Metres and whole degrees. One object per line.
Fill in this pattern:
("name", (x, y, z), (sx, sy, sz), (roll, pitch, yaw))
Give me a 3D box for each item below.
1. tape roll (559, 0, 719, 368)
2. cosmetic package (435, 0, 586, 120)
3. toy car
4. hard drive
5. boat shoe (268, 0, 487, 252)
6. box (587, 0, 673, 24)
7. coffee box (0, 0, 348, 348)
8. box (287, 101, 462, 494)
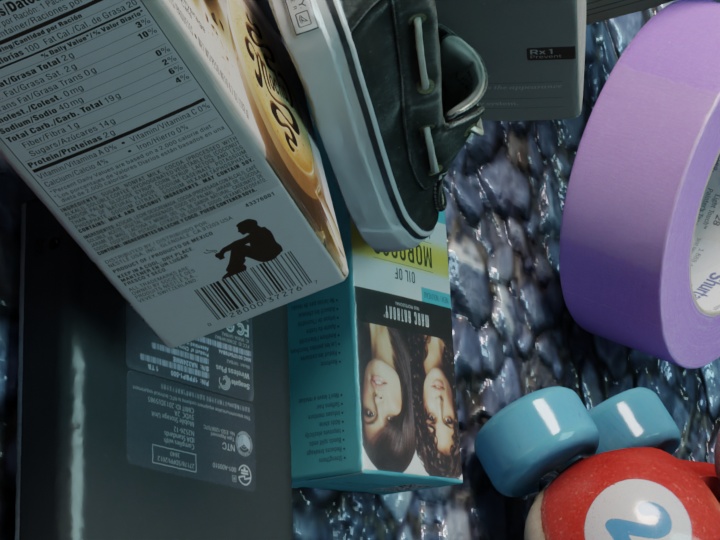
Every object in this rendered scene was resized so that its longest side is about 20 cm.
("tape roll", (0.189, -0.049, 1.117), (0.200, 0.066, 0.200), (-38, 139, -42))
("cosmetic package", (0.040, -0.144, 0.815), (0.200, 0.107, 0.090), (69, 24, -66))
("toy car", (0.196, 0.108, 0.985), (0.177, 0.200, 0.185), (6, 48, -54))
("hard drive", (-0.078, 0.082, 0.791), (0.139, 0.033, 0.200), (22, 60, -51))
("boat shoe", (0.018, -0.066, 0.803), (0.200, 0.071, 0.072), (63, 11, -66))
("box", (0.103, -0.215, 1.060), (0.200, 0.128, 0.109), (15, 68, -53))
("coffee box", (-0.084, -0.077, 0.699), (0.200, 0.080, 0.113), (56, 15, -51))
("box", (0.000, 0.000, 0.919), (0.082, 0.049, 0.200), (13, 70, -53))
